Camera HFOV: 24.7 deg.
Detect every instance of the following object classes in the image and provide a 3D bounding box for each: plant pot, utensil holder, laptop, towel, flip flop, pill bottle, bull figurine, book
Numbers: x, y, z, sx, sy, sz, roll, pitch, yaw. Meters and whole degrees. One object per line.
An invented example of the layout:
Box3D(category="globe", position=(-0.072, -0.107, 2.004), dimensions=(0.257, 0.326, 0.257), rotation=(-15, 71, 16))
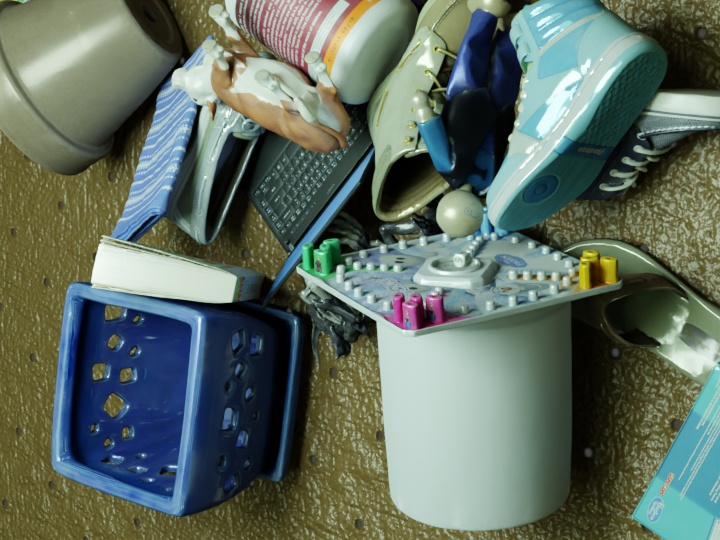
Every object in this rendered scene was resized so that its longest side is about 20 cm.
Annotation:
Box3D(category="plant pot", position=(-0.172, 0.117, 1.630), dimensions=(0.200, 0.180, 0.201), rotation=(12, 100, 39))
Box3D(category="utensil holder", position=(0.096, 0.096, 1.388), dimensions=(0.170, 0.170, 0.201), rotation=(13, 114, 39))
Box3D(category="laptop", position=(-0.067, -0.094, 1.583), dimensions=(0.177, 0.103, 0.200), rotation=(-50, 61, 29))
Box3D(category="towel", position=(-0.201, -0.127, 1.662), dimensions=(0.145, 0.024, 0.200), rotation=(-30, 43, 61))
Box3D(category="flip flop", position=(0.233, 0.036, 1.363), dimensions=(0.200, 0.058, 0.081), rotation=(36, 114, 34))
Box3D(category="pill bottle", position=(-0.052, -0.252, 1.538), dimensions=(0.200, 0.113, 0.113), rotation=(37, 115, 21))
Box3D(category="plant pot", position=(-0.289, -0.227, 1.728), dimensions=(0.174, 0.200, 0.201), rotation=(-31, 71, 19))
Box3D(category="bull figurine", position=(-0.095, -0.172, 1.507), dimensions=(0.200, 0.121, 0.065), rotation=(24, 69, 26))
Box3D(category="book", position=(-0.171, 0.005, 1.585), dimensions=(0.133, 0.200, 0.048), rotation=(12, 91, 3))

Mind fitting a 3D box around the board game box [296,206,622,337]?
Box3D(category="board game box", position=(0.077, -0.005, 1.336), dimensions=(0.200, 0.200, 0.026), rotation=(30, 127, 58))

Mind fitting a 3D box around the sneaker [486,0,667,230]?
Box3D(category="sneaker", position=(0.150, -0.138, 1.337), dimensions=(0.200, 0.079, 0.131), rotation=(-51, 54, 22))

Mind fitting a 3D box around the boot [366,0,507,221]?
Box3D(category="boot", position=(0.068, -0.152, 1.439), dimensions=(0.200, 0.072, 0.155), rotation=(-53, 22, 34))

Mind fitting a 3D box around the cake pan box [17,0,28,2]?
Box3D(category="cake pan box", position=(-0.429, -0.293, 1.919), dimensions=(0.184, 0.052, 0.200), rotation=(-37, 69, 37))

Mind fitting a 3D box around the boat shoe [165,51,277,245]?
Box3D(category="boat shoe", position=(-0.128, -0.122, 1.630), dimensions=(0.065, 0.074, 0.202), rotation=(39, 108, 22))

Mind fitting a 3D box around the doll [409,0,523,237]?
Box3D(category="doll", position=(0.095, -0.125, 1.372), dimensions=(0.048, 0.136, 0.201), rotation=(1, 76, 48))

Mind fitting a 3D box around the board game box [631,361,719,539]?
Box3D(category="board game box", position=(0.332, 0.184, 1.275), dimensions=(0.200, 0.047, 0.151), rotation=(35, 114, 24))

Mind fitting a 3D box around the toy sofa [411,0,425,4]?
Box3D(category="toy sofa", position=(-0.009, -0.330, 1.537), dimensions=(0.200, 0.083, 0.098), rotation=(36, 113, 33))

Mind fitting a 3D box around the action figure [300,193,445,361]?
Box3D(category="action figure", position=(0.000, 0.000, 1.525), dimensions=(0.200, 0.102, 0.119), rotation=(-40, 22, 30))

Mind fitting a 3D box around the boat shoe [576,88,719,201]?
Box3D(category="boat shoe", position=(0.229, -0.103, 1.359), dimensions=(0.200, 0.075, 0.093), rotation=(7, 101, 49))
